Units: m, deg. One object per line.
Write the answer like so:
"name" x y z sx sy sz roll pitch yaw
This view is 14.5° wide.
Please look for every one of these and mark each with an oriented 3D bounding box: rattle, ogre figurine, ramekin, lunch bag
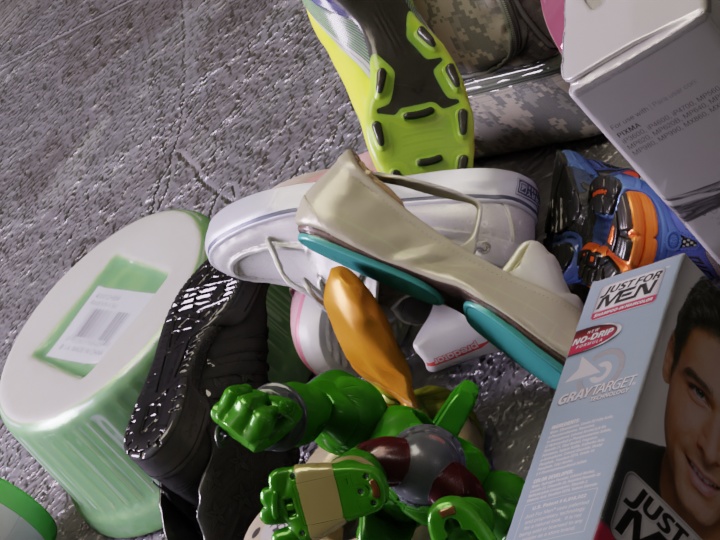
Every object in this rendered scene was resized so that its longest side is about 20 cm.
"rattle" -0.040 0.116 1.506 0.200 0.143 0.130 -31 48 14
"ogre figurine" 0.029 0.108 1.390 0.120 0.199 0.098 -52 -26 -72
"ramekin" -0.130 0.057 1.749 0.200 0.098 0.200 -34 29 22
"lunch bag" 0.074 -0.169 1.698 0.200 0.168 0.140 -7 46 52

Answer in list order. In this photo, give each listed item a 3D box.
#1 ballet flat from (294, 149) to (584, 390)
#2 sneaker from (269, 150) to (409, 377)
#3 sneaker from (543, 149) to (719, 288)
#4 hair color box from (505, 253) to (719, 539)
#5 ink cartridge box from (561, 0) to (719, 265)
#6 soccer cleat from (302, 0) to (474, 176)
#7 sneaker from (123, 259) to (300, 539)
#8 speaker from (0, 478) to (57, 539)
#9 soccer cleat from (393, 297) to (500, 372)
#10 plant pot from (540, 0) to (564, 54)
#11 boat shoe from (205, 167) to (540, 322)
"ballet flat" 0.061 0.000 1.472 0.070 0.200 0.069 -59 -7 -11
"sneaker" -0.023 0.001 1.689 0.104 0.075 0.200 -12 33 29
"sneaker" 0.146 -0.019 1.508 0.200 0.078 0.076 -133 52 -76
"hair color box" 0.134 0.102 1.314 0.061 0.099 0.200 -20 37 41
"ink cartridge box" 0.189 -0.083 1.380 0.085 0.200 0.146 -31 31 28
"soccer cleat" 0.016 -0.117 1.626 0.064 0.201 0.084 -21 -15 -7
"sneaker" -0.075 0.085 1.625 0.060 0.104 0.200 -18 38 41
"speaker" -0.267 0.223 1.731 0.088 0.088 0.200 -5 48 52
"soccer cleat" 0.047 -0.012 1.629 0.085 0.069 0.200 -29 34 5
"plant pot" 0.200 -0.176 1.529 0.179 0.200 0.200 -45 22 38
"boat shoe" 0.003 0.002 1.553 0.201 0.075 0.086 -5 65 23
